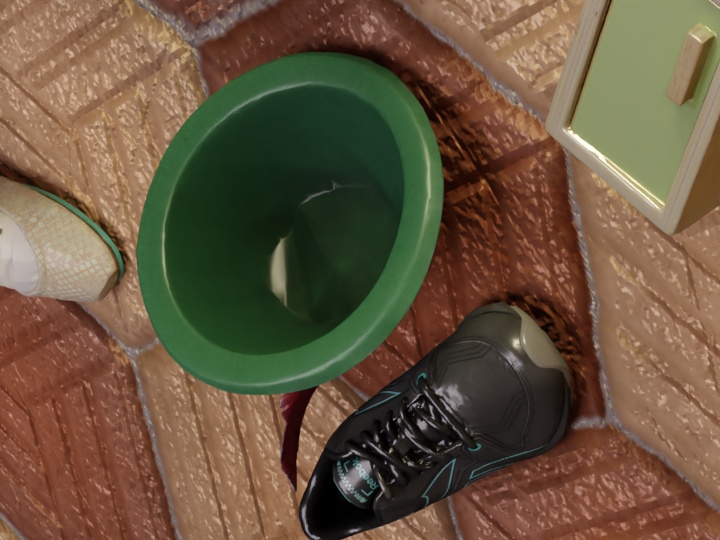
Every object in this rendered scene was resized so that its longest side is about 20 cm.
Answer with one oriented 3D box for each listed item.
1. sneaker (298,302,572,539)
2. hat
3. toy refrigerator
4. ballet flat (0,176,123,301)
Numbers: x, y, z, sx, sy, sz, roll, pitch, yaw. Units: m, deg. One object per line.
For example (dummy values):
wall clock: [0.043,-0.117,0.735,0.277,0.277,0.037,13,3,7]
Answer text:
sneaker: [0.035,0.084,1.439,0.076,0.079,0.200,53,145,7]
hat: [0.000,0.000,1.459,0.199,0.176,0.166,-10,70,32]
toy refrigerator: [0.137,-0.112,1.154,0.076,0.070,0.200,42,143,21]
ballet flat: [-0.219,-0.024,1.689,0.200,0.062,0.068,29,138,35]
